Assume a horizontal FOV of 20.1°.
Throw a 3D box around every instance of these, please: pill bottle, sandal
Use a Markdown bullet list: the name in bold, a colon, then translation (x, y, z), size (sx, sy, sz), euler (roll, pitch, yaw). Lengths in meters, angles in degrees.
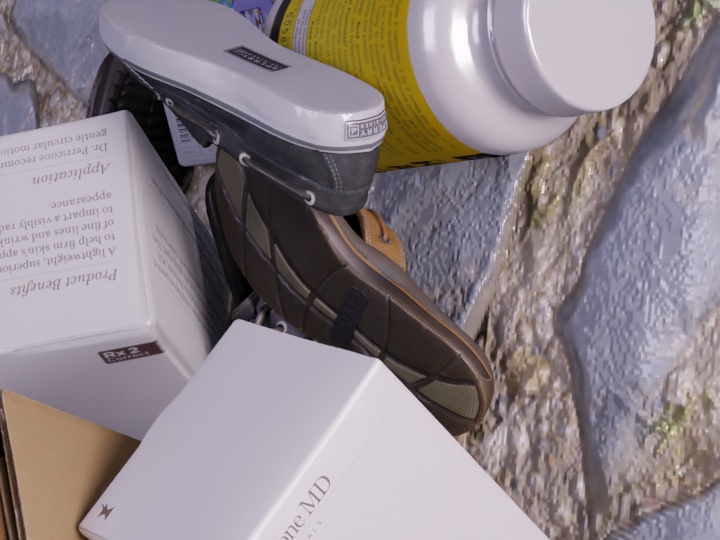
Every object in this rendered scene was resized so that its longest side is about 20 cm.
- **pill bottle**: translation (0.046, -0.109, 0.993), size (0.199, 0.111, 0.112), euler (-4, 78, 54)
- **sandal**: translation (0.000, 0.000, 1.041), size (0.200, 0.054, 0.082), euler (41, 134, 16)

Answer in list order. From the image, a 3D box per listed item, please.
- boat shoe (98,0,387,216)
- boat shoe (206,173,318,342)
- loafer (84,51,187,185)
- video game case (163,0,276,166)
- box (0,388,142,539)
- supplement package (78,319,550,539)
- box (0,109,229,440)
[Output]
- **boat shoe**: translation (-0.065, -0.085, 1.001), size (0.200, 0.068, 0.057), euler (31, 126, 42)
- **boat shoe**: translation (-0.041, 0.022, 1.105), size (0.070, 0.066, 0.201), euler (-45, 48, 39)
- **loafer**: translation (-0.159, -0.055, 1.293), size (0.071, 0.073, 0.201), euler (12, 91, 53)
- **video game case**: translation (-0.077, -0.164, 1.188), size (0.182, 0.022, 0.201), euler (-2, 104, 54)
- **box**: translation (-0.091, 0.153, 0.921), size (0.021, 0.200, 0.164), euler (-28, 59, 23)
- **supplement package**: translation (0.000, 0.135, 0.892), size (0.121, 0.200, 0.119), euler (-53, 32, -16)
- **box**: translation (-0.189, 0.025, 1.146), size (0.198, 0.200, 0.132), euler (-10, 66, 7)
